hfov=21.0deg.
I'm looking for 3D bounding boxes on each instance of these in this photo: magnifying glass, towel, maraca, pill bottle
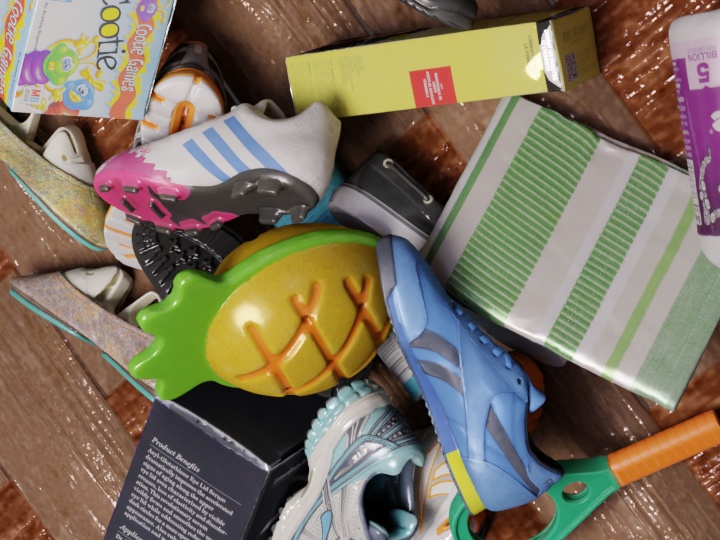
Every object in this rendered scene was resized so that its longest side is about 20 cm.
[{"bbox_3d":[0.154,0.145,1.330,0.199,0.022,0.080,-24,124,12],"label":"magnifying glass"},{"bbox_3d":[0.151,-0.017,1.281,0.199,0.023,0.153,26,80,18],"label":"towel"},{"bbox_3d":[-0.061,0.030,1.304,0.107,0.199,0.138,53,143,40],"label":"maraca"},{"bbox_3d":[0.257,-0.064,1.191,0.112,0.112,0.201,-7,95,29],"label":"pill bottle"}]

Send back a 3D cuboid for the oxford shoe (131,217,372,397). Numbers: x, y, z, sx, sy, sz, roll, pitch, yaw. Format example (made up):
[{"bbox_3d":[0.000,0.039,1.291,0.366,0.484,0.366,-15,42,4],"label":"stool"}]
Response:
[{"bbox_3d":[-0.084,0.027,1.414,0.200,0.084,0.073,39,84,-2],"label":"oxford shoe"}]

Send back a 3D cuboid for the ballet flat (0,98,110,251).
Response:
[{"bbox_3d":[-0.250,-0.099,1.486,0.200,0.071,0.071,41,119,11],"label":"ballet flat"}]

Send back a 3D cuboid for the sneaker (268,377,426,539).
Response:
[{"bbox_3d":[-0.006,0.177,1.369,0.086,0.077,0.201,41,135,33],"label":"sneaker"}]

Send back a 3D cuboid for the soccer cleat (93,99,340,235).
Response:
[{"bbox_3d":[-0.095,-0.075,1.337,0.199,0.087,0.070,0,148,37],"label":"soccer cleat"}]

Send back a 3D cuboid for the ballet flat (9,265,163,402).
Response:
[{"bbox_3d":[-0.184,0.038,1.488,0.200,0.068,0.067,33,89,27],"label":"ballet flat"}]

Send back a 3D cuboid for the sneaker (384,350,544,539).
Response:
[{"bbox_3d":[0.058,0.133,1.387,0.092,0.076,0.201,33,116,20],"label":"sneaker"}]

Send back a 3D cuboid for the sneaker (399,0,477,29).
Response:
[{"bbox_3d":[0.022,-0.241,1.274,0.089,0.074,0.200,-51,60,19],"label":"sneaker"}]

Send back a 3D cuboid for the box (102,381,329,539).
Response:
[{"bbox_3d":[-0.102,0.173,1.437,0.104,0.148,0.201,30,115,18],"label":"box"}]

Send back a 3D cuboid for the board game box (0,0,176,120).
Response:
[{"bbox_3d":[-0.225,-0.197,1.367,0.200,0.103,0.105,45,125,46],"label":"board game box"}]

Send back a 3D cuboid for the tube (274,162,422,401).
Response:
[{"bbox_3d":[0.000,0.000,1.394,0.077,0.050,0.200,-40,81,24],"label":"tube"}]

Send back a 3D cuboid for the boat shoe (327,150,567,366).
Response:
[{"bbox_3d":[0.071,-0.010,1.343,0.200,0.069,0.057,36,77,5],"label":"boat shoe"}]

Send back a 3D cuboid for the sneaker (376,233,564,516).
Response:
[{"bbox_3d":[0.072,0.061,1.276,0.078,0.066,0.201,-22,99,10],"label":"sneaker"}]

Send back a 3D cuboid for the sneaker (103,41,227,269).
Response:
[{"bbox_3d":[-0.135,-0.079,1.427,0.078,0.077,0.200,15,130,-10],"label":"sneaker"}]

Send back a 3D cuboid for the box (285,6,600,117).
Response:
[{"bbox_3d":[0.054,-0.138,1.308,0.199,0.075,0.050,-4,103,27],"label":"box"}]
